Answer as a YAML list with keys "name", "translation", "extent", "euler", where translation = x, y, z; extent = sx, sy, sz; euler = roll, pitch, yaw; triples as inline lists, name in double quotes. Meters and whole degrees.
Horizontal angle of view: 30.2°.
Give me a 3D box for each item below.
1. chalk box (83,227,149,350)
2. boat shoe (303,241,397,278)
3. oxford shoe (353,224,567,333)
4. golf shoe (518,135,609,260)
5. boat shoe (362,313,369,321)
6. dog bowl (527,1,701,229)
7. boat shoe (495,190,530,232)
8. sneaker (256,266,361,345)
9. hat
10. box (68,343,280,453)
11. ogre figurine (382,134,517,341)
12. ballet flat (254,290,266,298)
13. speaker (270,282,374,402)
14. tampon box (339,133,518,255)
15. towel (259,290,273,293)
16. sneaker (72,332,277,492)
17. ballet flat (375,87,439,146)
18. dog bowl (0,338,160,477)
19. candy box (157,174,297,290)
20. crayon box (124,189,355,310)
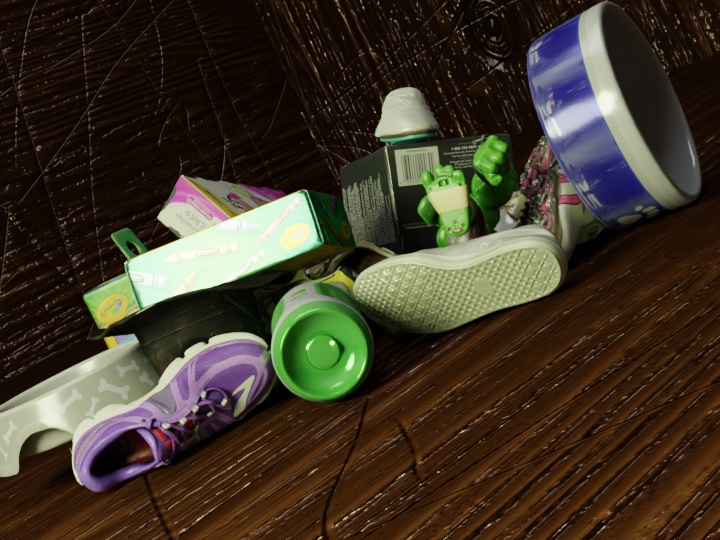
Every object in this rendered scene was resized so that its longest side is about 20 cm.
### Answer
- name: "chalk box"
  translation: [-0.211, 0.042, 1.468]
  extent: [0.123, 0.201, 0.124]
  euler: [-23, 6, 12]
- name: "boat shoe"
  translation: [0.000, 0.000, 1.362]
  extent: [0.199, 0.063, 0.074]
  euler: [4, 65, 51]
- name: "oxford shoe"
  translation: [0.087, 0.006, 1.146]
  extent: [0.199, 0.076, 0.058]
  euler: [-14, 21, 27]
- name: "golf shoe"
  translation: [0.200, -0.059, 1.263]
  extent: [0.200, 0.092, 0.073]
  euler: [-73, 8, -56]
- name: "boat shoe"
  translation: [-0.019, 0.028, 1.457]
  extent: [0.199, 0.066, 0.074]
  euler: [-22, 5, 24]
- name: "dog bowl"
  translation: [0.237, -0.143, 1.240]
  extent: [0.079, 0.201, 0.200]
  euler: [-25, 5, 27]
- name: "boat shoe"
  translation: [0.159, -0.046, 1.362]
  extent: [0.075, 0.069, 0.200]
  euler: [-20, 7, 44]
- name: "sneaker"
  translation: [-0.065, 0.044, 1.347]
  extent: [0.199, 0.075, 0.077]
  euler: [-7, 57, 46]
- name: "hat"
  translation: [-0.147, 0.064, 1.233]
  extent: [0.199, 0.081, 0.201]
  euler: [-17, -2, -1]
- name: "box"
  translation: [-0.174, 0.134, 1.299]
  extent: [0.199, 0.035, 0.110]
  euler: [-23, 6, 16]
- name: "ogre figurine"
  translation: [0.089, -0.032, 1.227]
  extent: [0.098, 0.201, 0.120]
  euler: [14, 12, 20]
- name: "ballet flat"
  translation: [-0.110, 0.052, 1.641]
  extent: [0.070, 0.066, 0.200]
  euler: [-27, 5, -11]
- name: "speaker"
  translation: [-0.035, 0.058, 1.134]
  extent: [0.088, 0.089, 0.200]
  euler: [-25, 5, -2]
- name: "tampon box"
  translation: [0.077, -0.074, 1.501]
  extent: [0.149, 0.127, 0.200]
  euler: [-7, 0, -15]
- name: "towel"
  translation: [-0.098, 0.008, 1.633]
  extent: [0.132, 0.035, 0.200]
  euler: [20, 5, 14]
- name: "sneaker"
  translation: [-0.155, 0.131, 1.148]
  extent: [0.199, 0.081, 0.083]
  euler: [-34, 19, -3]
- name: "ballet flat"
  translation: [0.049, -0.168, 1.458]
  extent: [0.069, 0.070, 0.200]
  euler: [-24, 0, 2]
- name: "dog bowl"
  translation: [-0.276, 0.129, 1.311]
  extent: [0.199, 0.059, 0.200]
  euler: [-26, 6, 3]
- name: "candy box"
  translation: [-0.112, -0.039, 1.494]
  extent: [0.061, 0.136, 0.200]
  euler: [-58, -25, 16]
- name: "crayon box"
  translation: [-0.116, -0.015, 1.313]
  extent: [0.199, 0.059, 0.119]
  euler: [-21, -6, 14]
